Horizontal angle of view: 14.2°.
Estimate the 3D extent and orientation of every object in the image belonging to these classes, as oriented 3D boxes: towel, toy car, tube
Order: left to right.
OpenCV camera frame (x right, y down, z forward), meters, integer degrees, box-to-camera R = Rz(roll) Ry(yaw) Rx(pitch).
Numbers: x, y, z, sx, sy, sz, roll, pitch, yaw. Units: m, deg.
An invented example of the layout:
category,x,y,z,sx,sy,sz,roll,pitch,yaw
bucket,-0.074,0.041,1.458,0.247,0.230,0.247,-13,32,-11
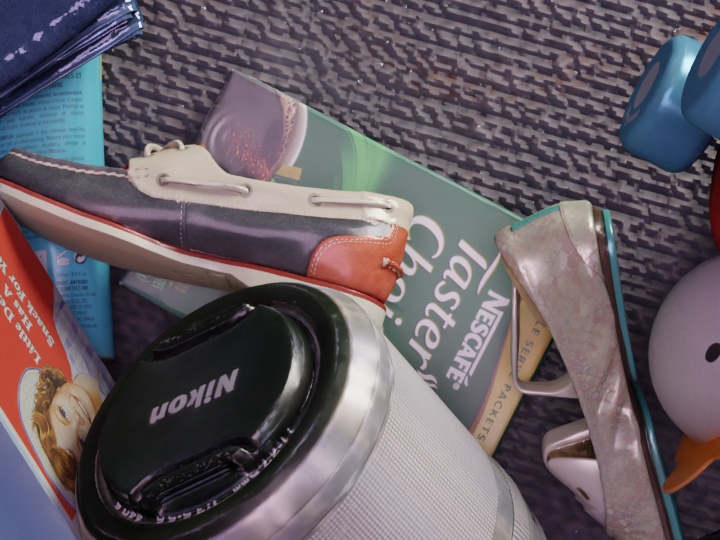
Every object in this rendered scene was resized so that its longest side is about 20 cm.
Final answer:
category,x,y,z,sx,sy,sz,roll,pitch,yaw
towel,-0.206,-0.114,1.377,0.200,0.049,0.112,-32,70,11
tube,-0.153,-0.053,1.393,0.077,0.050,0.201,-6,84,5
toy car,0.194,0.014,1.302,0.184,0.177,0.201,27,80,-9

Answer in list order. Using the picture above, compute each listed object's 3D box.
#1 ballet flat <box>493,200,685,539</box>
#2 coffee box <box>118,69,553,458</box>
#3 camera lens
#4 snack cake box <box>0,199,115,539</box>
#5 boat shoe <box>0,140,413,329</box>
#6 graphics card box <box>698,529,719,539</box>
category,x,y,z,sx,sy,sz,roll,pitch,yaw
ballet flat,0.106,0.061,1.354,0.062,0.067,0.201,-14,109,4
coffee box,0.000,0.000,1.386,0.199,0.044,0.123,29,90,2
camera lens,-0.018,0.116,1.290,0.160,0.160,0.200,-40,124,1
snack cake box,-0.156,0.083,1.316,0.067,0.115,0.200,-21,112,21
boat shoe,-0.075,-0.027,1.333,0.199,0.071,0.063,15,80,6
graphics card box,0.234,0.204,1.339,0.125,0.051,0.201,-13,90,-42
